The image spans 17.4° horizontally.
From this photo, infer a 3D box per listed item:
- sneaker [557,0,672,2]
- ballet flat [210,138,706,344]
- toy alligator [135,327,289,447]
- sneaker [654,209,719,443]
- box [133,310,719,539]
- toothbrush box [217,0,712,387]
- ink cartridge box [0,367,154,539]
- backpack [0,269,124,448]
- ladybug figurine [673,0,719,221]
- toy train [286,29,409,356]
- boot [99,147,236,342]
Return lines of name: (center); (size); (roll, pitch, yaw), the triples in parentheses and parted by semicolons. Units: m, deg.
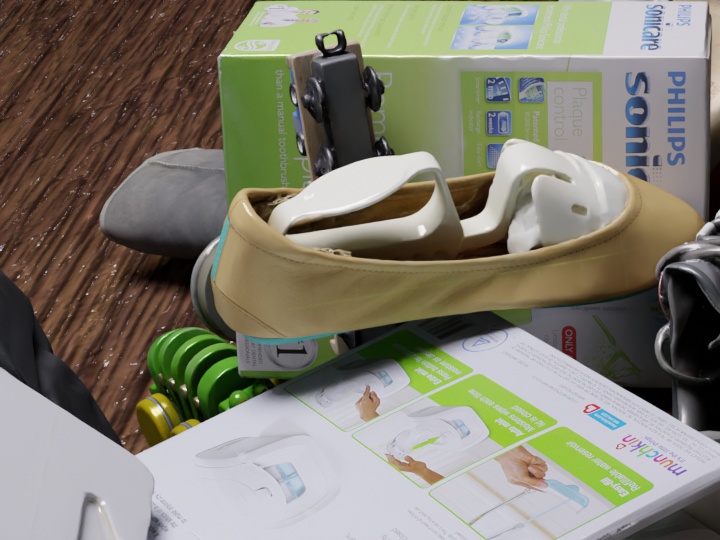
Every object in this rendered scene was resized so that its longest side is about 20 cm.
sneaker: (0.063, -0.069, 1.053); (0.092, 0.200, 0.076); (24, 21, -17)
ballet flat: (0.042, -0.016, 0.885); (0.199, 0.063, 0.069); (-11, 38, -16)
toy alligator: (-0.051, 0.062, 1.023); (0.059, 0.054, 0.200); (-27, 25, -20)
sneaker: (0.153, 0.001, 0.878); (0.077, 0.082, 0.201); (-23, 45, 45)
box: (0.019, 0.106, 0.824); (0.176, 0.097, 0.200); (-26, 25, -18)
toothbrush box: (0.047, -0.034, 0.994); (0.199, 0.146, 0.086); (1, 22, 7)
ink cartridge box: (-0.164, 0.142, 0.776); (0.200, 0.083, 0.145); (-48, 17, 15)
backpack: (-0.199, 0.100, 0.947); (0.199, 0.167, 0.127); (-29, 13, 8)
ladybug figurine: (0.149, -0.068, 1.111); (0.136, 0.072, 0.200); (-51, 17, 0)
toy train: (0.000, 0.000, 0.943); (0.034, 0.201, 0.046); (-13, 19, -15)
boot: (-0.067, -0.020, 1.183); (0.181, 0.073, 0.200); (-12, 21, -43)
